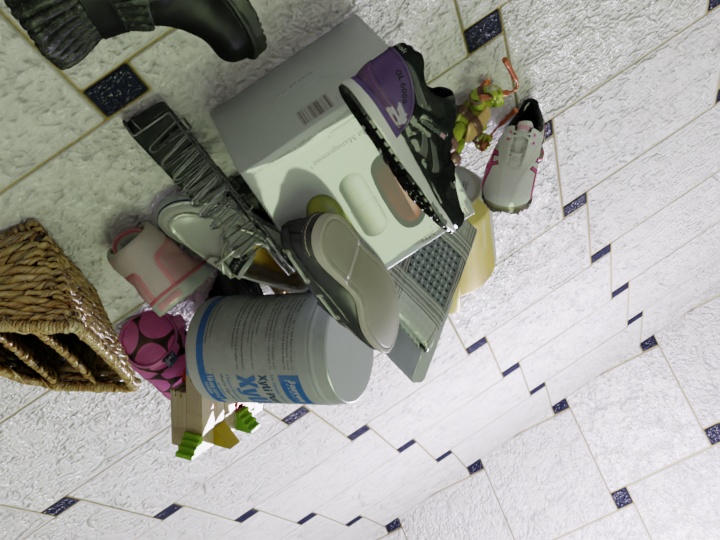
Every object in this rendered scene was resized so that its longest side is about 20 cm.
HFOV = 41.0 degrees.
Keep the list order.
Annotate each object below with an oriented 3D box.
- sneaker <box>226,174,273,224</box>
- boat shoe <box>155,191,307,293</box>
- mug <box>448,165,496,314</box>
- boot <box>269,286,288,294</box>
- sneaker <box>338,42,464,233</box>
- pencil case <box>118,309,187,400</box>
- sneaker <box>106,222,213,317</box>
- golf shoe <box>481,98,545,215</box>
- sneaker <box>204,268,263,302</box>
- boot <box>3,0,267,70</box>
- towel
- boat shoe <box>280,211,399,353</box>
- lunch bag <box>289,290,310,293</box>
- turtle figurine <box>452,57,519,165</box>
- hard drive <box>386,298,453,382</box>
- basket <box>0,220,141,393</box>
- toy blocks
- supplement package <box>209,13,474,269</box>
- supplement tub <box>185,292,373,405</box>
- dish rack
[{"bbox_3d":[-0.083,-0.088,1.141,0.198,0.083,0.073,-28,157,-8],"label":"sneaker"},{"bbox_3d":[-0.141,-0.025,1.099,0.198,0.070,0.071,25,123,-26],"label":"boat shoe"},{"bbox_3d":[0.135,-0.055,1.362,0.148,0.187,0.154,-26,147,-17],"label":"mug"},{"bbox_3d":[-0.067,-0.013,1.331,0.143,0.071,0.202,-35,159,-11],"label":"boot"},{"bbox_3d":[0.067,-0.122,0.906,0.087,0.076,0.201,-39,129,-3],"label":"sneaker"},{"bbox_3d":[-0.254,0.123,1.321,0.093,0.091,0.200,-37,158,-8],"label":"pencil case"},{"bbox_3d":[-0.236,-0.010,1.132,0.075,0.105,0.200,-42,-175,1],"label":"sneaker"},{"bbox_3d":[0.207,-0.155,1.301,0.201,0.071,0.093,-67,161,-47],"label":"golf shoe"},{"bbox_3d":[-0.172,0.043,1.293,0.089,0.077,0.201,-19,150,-5],"label":"sneaker"},{"bbox_3d":[-0.183,-0.211,0.796,0.157,0.080,0.211,-40,145,0],"label":"boot"},{"bbox_3d":[0.068,-0.033,1.184,0.200,0.034,0.194,47,58,-36],"label":"towel"},{"bbox_3d":[-0.017,0.013,0.983,0.201,0.062,0.073,57,46,-44],"label":"boat shoe"},{"bbox_3d":[0.000,0.000,1.251,0.170,0.121,0.203,-23,138,-60],"label":"lunch bag"},{"bbox_3d":[0.137,-0.189,1.235,0.162,0.064,0.200,-50,169,-10],"label":"turtle figurine"},{"bbox_3d":[0.049,0.048,1.364,0.026,0.200,0.134,3,116,-34],"label":"hard drive"},{"bbox_3d":[-0.349,0.073,1.036,0.141,0.150,0.201,-29,156,-8],"label":"basket"},{"bbox_3d":[-0.187,0.142,1.271,0.200,0.098,0.139,-29,125,-61],"label":"toy blocks"},{"bbox_3d":[-0.017,-0.114,1.013,0.190,0.148,0.201,-33,129,1],"label":"supplement package"},{"bbox_3d":[-0.097,0.093,1.153,0.197,0.134,0.131,-2,169,28],"label":"supplement tub"},{"bbox_3d":[-0.143,-0.071,0.966,0.054,0.201,0.154,-40,155,-1],"label":"dish rack"}]
